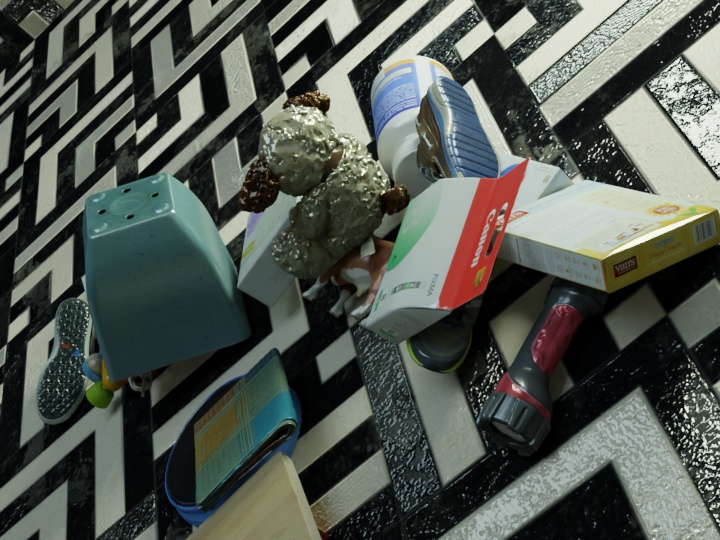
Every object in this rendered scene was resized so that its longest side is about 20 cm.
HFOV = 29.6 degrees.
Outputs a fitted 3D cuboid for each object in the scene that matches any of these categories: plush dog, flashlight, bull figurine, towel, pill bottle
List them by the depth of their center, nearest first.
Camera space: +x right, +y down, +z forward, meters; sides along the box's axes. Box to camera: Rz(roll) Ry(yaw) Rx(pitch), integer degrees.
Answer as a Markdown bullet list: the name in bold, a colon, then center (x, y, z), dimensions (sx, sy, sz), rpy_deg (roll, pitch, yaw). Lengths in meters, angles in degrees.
- **flashlight**: center (0.184, 0.078, 1.303), dimensions (0.200, 0.068, 0.068), rpy_deg (-57, -7, -21)
- **towel**: center (-0.133, 0.177, 1.541), dimensions (0.147, 0.022, 0.200), rpy_deg (-43, 20, 8)
- **plush dog**: center (-0.048, -0.112, 1.577), dimensions (0.160, 0.172, 0.200), rpy_deg (-13, 44, 53)
- **bull figurine**: center (0.000, 0.000, 1.632), dimensions (0.122, 0.065, 0.200), rpy_deg (-59, 28, -8)
- **pill bottle**: center (0.073, -0.171, 1.683), dimensions (0.112, 0.112, 0.200), rpy_deg (-35, 32, 22)

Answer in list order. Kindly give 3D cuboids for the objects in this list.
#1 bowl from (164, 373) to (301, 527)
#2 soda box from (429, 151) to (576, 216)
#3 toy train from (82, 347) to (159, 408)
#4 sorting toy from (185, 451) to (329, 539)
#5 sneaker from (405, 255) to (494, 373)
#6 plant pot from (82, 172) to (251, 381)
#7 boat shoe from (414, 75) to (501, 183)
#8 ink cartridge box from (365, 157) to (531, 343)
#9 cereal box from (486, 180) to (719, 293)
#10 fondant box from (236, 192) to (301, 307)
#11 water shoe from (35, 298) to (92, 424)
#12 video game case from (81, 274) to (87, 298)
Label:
- **bowl**: center (-0.156, 0.210, 1.620), dimensions (0.200, 0.039, 0.201), rpy_deg (-33, 34, 26)
- **soda box**: center (0.164, -0.085, 1.513), dimensions (0.068, 0.064, 0.200), rpy_deg (-53, 29, -7)
- **toy train**: center (-0.342, 0.150, 1.901), dimensions (0.116, 0.085, 0.200), rpy_deg (-49, 28, 20)
- **sorting toy**: center (-0.109, 0.323, 1.399), dimensions (0.200, 0.070, 0.199), rpy_deg (-44, 30, 9)
- **sneaker**: center (0.101, 0.017, 1.440), dimensions (0.081, 0.074, 0.200), rpy_deg (104, -176, -59)
- **plant pot**: center (-0.275, -0.010, 1.802), dimensions (0.196, 0.200, 0.196), rpy_deg (-17, 32, -2)
- **boat shoe**: center (0.104, -0.131, 1.524), dimensions (0.072, 0.072, 0.200), rpy_deg (-52, 28, 32)
- **ink cartridge box**: center (0.084, -0.026, 1.374), dimensions (0.200, 0.050, 0.161), rpy_deg (-40, 27, 62)
- **cereal box**: center (0.230, -0.037, 1.327), dimensions (0.144, 0.040, 0.200), rpy_deg (-22, 21, -23)
- **fondant box**: center (-0.095, -0.064, 1.777), dimensions (0.144, 0.058, 0.200), rpy_deg (-52, 17, 24)
- **water shoe**: center (-0.437, 0.143, 2.054), dimensions (0.079, 0.071, 0.200), rpy_deg (100, 179, -66)
- **video game case**: center (-0.349, -0.009, 2.127), dimensions (0.200, 0.036, 0.181), rpy_deg (-45, 32, 7)
